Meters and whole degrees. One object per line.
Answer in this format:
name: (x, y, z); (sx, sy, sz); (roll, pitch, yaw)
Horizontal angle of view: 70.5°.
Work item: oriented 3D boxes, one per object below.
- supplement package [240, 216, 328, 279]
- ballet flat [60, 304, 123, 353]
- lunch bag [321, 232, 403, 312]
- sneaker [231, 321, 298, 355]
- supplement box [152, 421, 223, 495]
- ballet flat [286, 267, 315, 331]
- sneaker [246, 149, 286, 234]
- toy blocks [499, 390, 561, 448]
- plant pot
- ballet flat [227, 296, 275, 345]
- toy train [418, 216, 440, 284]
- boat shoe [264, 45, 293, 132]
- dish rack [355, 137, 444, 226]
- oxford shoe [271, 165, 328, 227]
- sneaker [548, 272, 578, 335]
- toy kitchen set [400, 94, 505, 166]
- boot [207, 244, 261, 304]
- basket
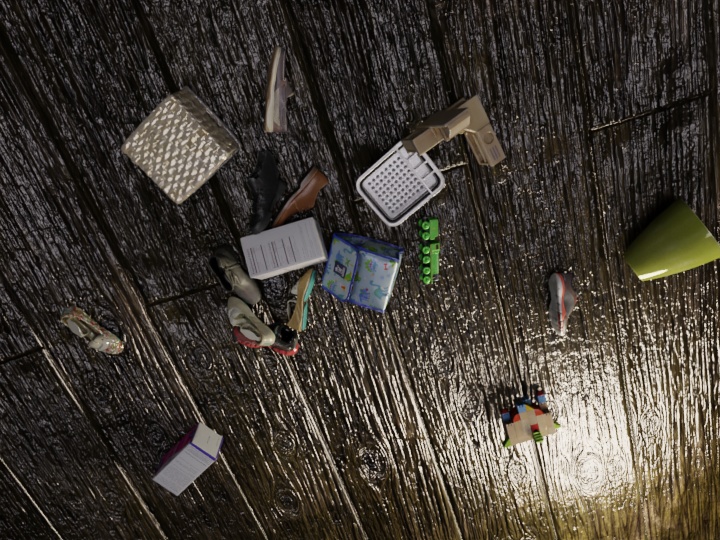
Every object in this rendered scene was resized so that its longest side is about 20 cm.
supplement package: (-0.199, -0.056, 1.356); (0.198, 0.114, 0.110); (-16, 86, 3)
ballet flat: (-0.777, 0.183, 1.461); (0.076, 0.064, 0.200); (-42, 108, 12)
lunch bag: (0.000, 0.000, 1.407); (0.198, 0.128, 0.171); (18, 113, 7)
sneaker: (-0.269, 0.184, 1.473); (0.199, 0.071, 0.098); (16, 138, -10)
supplement box: (-0.545, 0.596, 1.615); (0.103, 0.101, 0.200); (41, 104, -16)
ballet flat: (-0.176, 0.082, 1.455); (0.063, 0.069, 0.202); (15, 109, 6)
sneaker: (-0.259, -0.201, 1.306); (0.104, 0.060, 0.201); (41, 65, -39)
toy blocks: (0.533, 0.471, 1.639); (0.198, 0.100, 0.138); (-17, 100, 3)
plant pot: (0.843, -0.064, 1.407); (0.200, 0.188, 0.187); (-38, 109, 27)
ballet flat: (-0.320, 0.142, 1.415); (0.199, 0.069, 0.070); (35, 110, 24)
toy train: (0.196, -0.055, 1.435); (0.056, 0.042, 0.202); (-9, 112, -11)
boat shoe: (-0.197, -0.440, 1.250); (0.064, 0.072, 0.202); (4, 109, -17)
dish rack: (0.104, -0.235, 1.356); (0.200, 0.044, 0.172); (-39, 109, 12)
oxford shoe: (-0.162, -0.179, 1.352); (0.071, 0.071, 0.200); (38, 104, -21)
sneaker: (0.607, 0.098, 1.499); (0.081, 0.077, 0.202); (-11, 112, -6)
toy kitchen set: (0.245, -0.302, 1.248); (0.199, 0.163, 0.181); (-35, 110, -6)
boot: (-0.347, 0.031, 1.389); (0.067, 0.131, 0.201); (-28, 110, 8)
basket: (-0.434, -0.302, 1.240); (0.200, 0.161, 0.198); (-39, 109, 13)
